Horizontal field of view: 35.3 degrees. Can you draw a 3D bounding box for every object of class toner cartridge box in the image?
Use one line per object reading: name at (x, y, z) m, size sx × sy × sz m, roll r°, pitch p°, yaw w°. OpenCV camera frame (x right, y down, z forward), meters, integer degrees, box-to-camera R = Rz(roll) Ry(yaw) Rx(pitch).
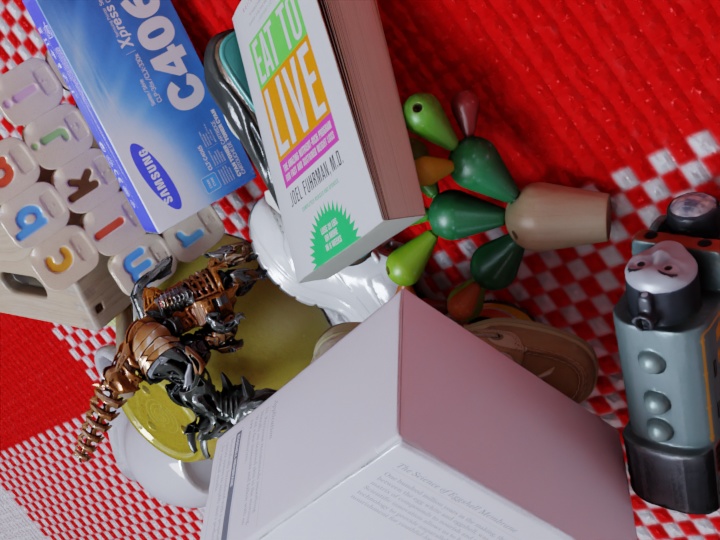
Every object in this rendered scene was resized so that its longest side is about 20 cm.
toner cartridge box at (-0.167, -0.139, 0.868) m, size 0.043 × 0.095 × 0.201 m, roll 9°, pitch 128°, yaw 64°

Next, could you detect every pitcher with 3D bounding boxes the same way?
pitcher at (-0.206, 0.158, 1.182) m, size 0.199 × 0.121 × 0.173 m, roll 1°, pitch 122°, yaw 56°

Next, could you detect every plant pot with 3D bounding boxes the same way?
plant pot at (-0.138, 0.090, 1.030) m, size 0.199 × 0.142 × 0.201 m, roll 25°, pitch 139°, yaw 24°

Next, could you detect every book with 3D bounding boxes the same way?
book at (-0.027, -0.107, 0.754) m, size 0.133 × 0.048 × 0.202 m, roll -33°, pitch 69°, yaw 57°

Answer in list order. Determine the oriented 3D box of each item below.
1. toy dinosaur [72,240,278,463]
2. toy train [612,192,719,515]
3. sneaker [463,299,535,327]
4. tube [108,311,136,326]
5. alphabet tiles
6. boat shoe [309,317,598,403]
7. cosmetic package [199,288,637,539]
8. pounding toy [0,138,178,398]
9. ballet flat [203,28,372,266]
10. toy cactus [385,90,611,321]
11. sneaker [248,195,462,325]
toy dinosaur at (-0.143, 0.070, 0.895) m, size 0.136 × 0.200 × 0.102 m, roll 48°, pitch -174°, yaw -12°
toy train at (0.205, 0.055, 0.703) m, size 0.085 × 0.114 × 0.201 m, roll 11°, pitch 131°, yaw 35°
sneaker at (0.116, 0.126, 0.869) m, size 0.070 × 0.090 × 0.201 m, roll -2°, pitch 122°, yaw 43°
tube at (-0.272, 0.031, 1.180) m, size 0.199 × 0.052 × 0.059 m, roll 7°, pitch 88°, yaw 45°
alphabet tiles at (-0.195, -0.084, 0.890) m, size 0.201 × 0.195 × 0.015 m, roll 59°, pitch 160°, yaw -18°
boat shoe at (0.062, 0.076, 0.771) m, size 0.198 × 0.063 × 0.074 m, roll -1°, pitch 108°, yaw 9°
cosmetic package at (0.035, 0.149, 0.725) m, size 0.199 × 0.124 × 0.200 m, roll 33°, pitch 128°, yaw -25°
pounding toy at (-0.231, -0.014, 0.986) m, size 0.199 × 0.184 × 0.143 m, roll 7°, pitch 129°, yaw 38°
ballet flat at (-0.055, -0.090, 0.860) m, size 0.201 × 0.068 × 0.068 m, roll 61°, pitch 151°, yaw -3°
toy cactus at (0.086, -0.039, 0.767) m, size 0.164 × 0.103 × 0.201 m, roll 2°, pitch 125°, yaw 18°
sneaker at (0.000, 0.000, 0.895) m, size 0.199 × 0.075 × 0.087 m, roll 37°, pitch 127°, yaw 3°
